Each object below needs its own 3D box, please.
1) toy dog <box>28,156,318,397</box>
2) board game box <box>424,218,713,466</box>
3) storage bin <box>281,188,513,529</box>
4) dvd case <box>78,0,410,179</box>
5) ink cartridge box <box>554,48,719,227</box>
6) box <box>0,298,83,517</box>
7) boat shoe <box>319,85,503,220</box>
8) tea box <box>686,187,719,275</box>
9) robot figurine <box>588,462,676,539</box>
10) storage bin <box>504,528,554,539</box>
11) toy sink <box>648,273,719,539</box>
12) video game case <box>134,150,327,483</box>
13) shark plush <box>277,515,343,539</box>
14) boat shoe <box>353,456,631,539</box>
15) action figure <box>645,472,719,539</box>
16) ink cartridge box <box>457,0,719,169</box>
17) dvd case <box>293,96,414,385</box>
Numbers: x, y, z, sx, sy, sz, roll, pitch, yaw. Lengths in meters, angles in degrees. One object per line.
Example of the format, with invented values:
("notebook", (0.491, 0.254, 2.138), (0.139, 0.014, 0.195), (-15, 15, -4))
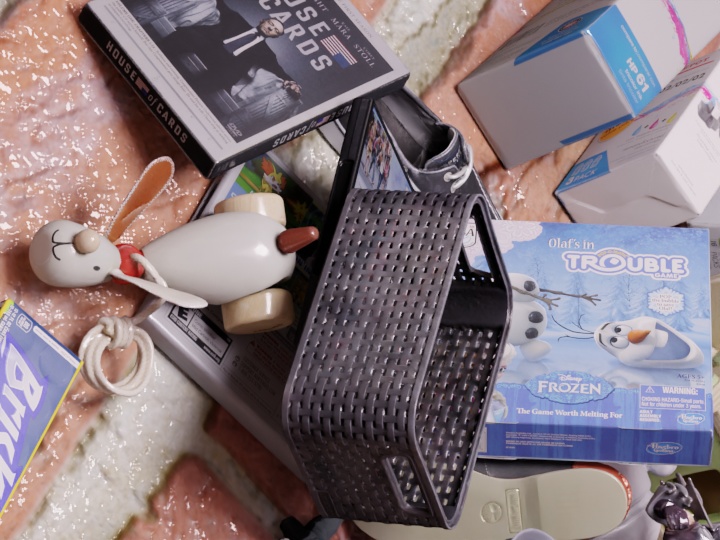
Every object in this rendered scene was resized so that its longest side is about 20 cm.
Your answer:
("toy dog", (-0.107, -0.010, 1.603), (0.200, 0.096, 0.132), (-24, 87, -42))
("board game box", (0.150, 0.048, 1.744), (0.200, 0.199, 0.043), (-84, 174, -45))
("storage bin", (0.028, 0.057, 1.620), (0.135, 0.093, 0.201), (69, 31, -49))
("dvd case", (-0.079, -0.156, 1.714), (0.200, 0.025, 0.150), (-28, 72, -40))
("ink cartridge box", (0.256, -0.111, 1.988), (0.068, 0.115, 0.200), (53, 47, -15))
("box", (-0.248, 0.117, 1.480), (0.070, 0.064, 0.200), (43, 50, -24))
("boat shoe", (0.052, -0.080, 1.821), (0.200, 0.068, 0.072), (47, 50, -21))
("tea box", (0.392, 0.006, 1.975), (0.134, 0.196, 0.201), (-55, 137, -40))
("robot figurine", (0.151, 0.151, 1.801), (0.169, 0.113, 0.201), (-24, 93, -9))
("storage bin", (0.115, 0.281, 1.708), (0.200, 0.134, 0.146), (44, 51, -24))
("toy sink", (0.268, 0.123, 1.909), (0.112, 0.130, 0.200), (-39, 103, -43))
("video game case", (-0.050, 0.032, 1.721), (0.200, 0.022, 0.183), (44, 51, -22))
("shark plush", (-0.061, 0.233, 1.639), (0.200, 0.090, 0.084), (-78, 149, -53))
("boat shoe", (0.091, 0.161, 1.719), (0.063, 0.199, 0.072), (-34, 121, -81))
("action figure", (0.213, 0.221, 1.678), (0.200, 0.069, 0.130), (-33, 98, -45))
("ink cartridge box", (0.193, -0.179, 1.933), (0.085, 0.144, 0.200), (56, 47, -12))
("dvd case", (0.000, 0.000, 1.700), (0.143, 0.017, 0.201), (63, 35, -54))
